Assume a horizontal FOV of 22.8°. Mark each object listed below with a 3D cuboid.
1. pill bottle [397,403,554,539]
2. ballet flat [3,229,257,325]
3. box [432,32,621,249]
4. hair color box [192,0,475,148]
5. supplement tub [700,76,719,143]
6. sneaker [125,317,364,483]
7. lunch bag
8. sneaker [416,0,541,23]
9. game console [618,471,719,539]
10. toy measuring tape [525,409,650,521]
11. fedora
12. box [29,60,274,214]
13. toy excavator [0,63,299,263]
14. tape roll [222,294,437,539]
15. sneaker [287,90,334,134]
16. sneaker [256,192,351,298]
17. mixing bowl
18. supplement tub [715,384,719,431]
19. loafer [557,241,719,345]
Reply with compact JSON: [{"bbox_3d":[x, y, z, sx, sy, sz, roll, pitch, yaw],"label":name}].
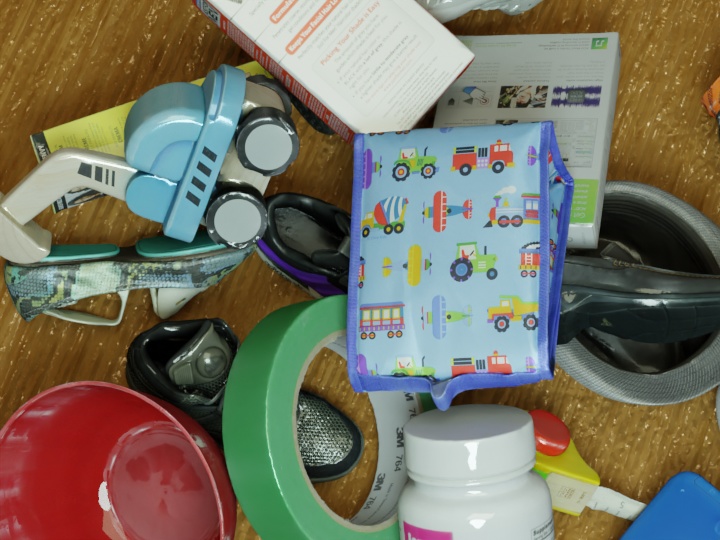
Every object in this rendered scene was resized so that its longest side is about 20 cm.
[{"bbox_3d":[0.086,0.206,1.298,0.112,0.113,0.202,-7,101,-6],"label":"pill bottle"},{"bbox_3d":[-0.178,0.008,1.407,0.198,0.074,0.075,-4,74,-2],"label":"ballet flat"},{"bbox_3d":[0.127,-0.105,1.422,0.143,0.036,0.201,1,53,17],"label":"box"},{"bbox_3d":[-0.022,-0.188,1.388,0.200,0.064,0.111,42,82,-1],"label":"hair color box"},{"bbox_3d":[0.375,-0.094,1.441,0.122,0.123,0.200,-36,79,-13],"label":"supplement tub"},{"bbox_3d":[-0.088,0.099,1.357,0.198,0.114,0.077,29,75,2],"label":"sneaker"},{"bbox_3d":[0.069,0.003,1.288,0.149,0.094,0.201,-2,62,18],"label":"lunch bag"},{"bbox_3d":[0.114,-0.240,1.473,0.199,0.100,0.078,-34,55,-26],"label":"sneaker"},{"bbox_3d":[0.259,0.287,1.352,0.200,0.118,0.171,-50,51,0],"label":"game console"},{"bbox_3d":[0.166,0.154,1.391,0.199,0.074,0.074,18,72,-16],"label":"toy measuring tape"},{"bbox_3d":[0.212,0.028,1.409,0.177,0.090,0.200,-38,71,-16],"label":"fedora"},{"bbox_3d":[-0.161,-0.108,1.433,0.199,0.075,0.050,-20,77,-11],"label":"box"},{"bbox_3d":[-0.167,-0.078,1.354,0.199,0.100,0.195,19,112,-14],"label":"toy excavator"},{"bbox_3d":[-0.016,0.120,1.324,0.200,0.048,0.202,14,71,-46],"label":"tape roll"},{"bbox_3d":[-0.045,-0.220,1.467,0.114,0.076,0.200,-37,82,-15],"label":"sneaker"},{"bbox_3d":[0.000,0.000,1.396,0.199,0.100,0.070,28,76,5],"label":"sneaker"},{"bbox_3d":[-0.165,0.173,1.311,0.199,0.108,0.202,3,97,23],"label":"mixing bowl"},{"bbox_3d":[0.390,0.104,1.372,0.199,0.145,0.145,-25,77,-11],"label":"supplement tub"},{"bbox_3d":[0.191,0.010,1.329,0.198,0.073,0.073,0,63,2],"label":"loafer"}]
